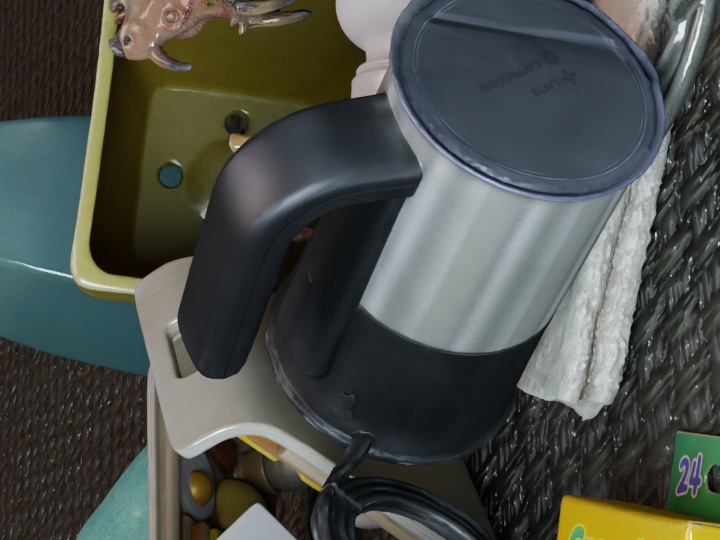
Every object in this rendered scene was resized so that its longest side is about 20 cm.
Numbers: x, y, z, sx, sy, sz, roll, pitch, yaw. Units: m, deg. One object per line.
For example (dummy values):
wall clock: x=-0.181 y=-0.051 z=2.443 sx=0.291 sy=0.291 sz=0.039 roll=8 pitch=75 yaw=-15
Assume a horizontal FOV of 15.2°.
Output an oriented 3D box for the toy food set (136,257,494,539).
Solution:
toy food set: x=-0.017 y=0.090 z=1.244 sx=0.060 sy=0.200 sz=0.144 roll=-46 pitch=29 yaw=15

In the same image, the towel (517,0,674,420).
towel: x=0.100 y=-0.040 z=1.208 sx=0.132 sy=0.034 sz=0.201 roll=-153 pitch=74 yaw=-70

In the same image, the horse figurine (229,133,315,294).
horse figurine: x=0.000 y=0.000 z=1.305 sx=0.200 sy=0.132 sz=0.050 roll=92 pitch=-171 yaw=-54

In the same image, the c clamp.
c clamp: x=0.109 y=-0.144 z=1.137 sx=0.171 sy=0.027 sz=0.201 roll=-49 pitch=43 yaw=43

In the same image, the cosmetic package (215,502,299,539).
cosmetic package: x=-0.049 y=0.207 z=1.288 sx=0.085 sy=0.108 sz=0.200 roll=42 pitch=162 yaw=20

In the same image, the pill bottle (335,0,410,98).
pill bottle: x=0.046 y=-0.165 z=1.304 sx=0.112 sy=0.112 sz=0.201 roll=161 pitch=117 yaw=-70

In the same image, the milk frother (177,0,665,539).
milk frother: x=0.043 y=0.024 z=1.086 sx=0.200 sy=0.180 sz=0.188 roll=48 pitch=143 yaw=19

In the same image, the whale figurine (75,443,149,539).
whale figurine: x=-0.123 y=0.151 z=1.697 sx=0.159 sy=0.103 sz=0.201 roll=-135 pitch=56 yaw=-69

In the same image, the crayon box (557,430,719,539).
crayon box: x=0.113 y=0.161 z=1.035 sx=0.126 sy=0.051 sz=0.201 roll=179 pitch=100 yaw=-72

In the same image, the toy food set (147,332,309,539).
toy food set: x=-0.058 y=0.143 z=1.491 sx=0.144 sy=0.060 sz=0.201 roll=49 pitch=-149 yaw=-52

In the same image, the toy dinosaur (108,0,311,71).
toy dinosaur: x=-0.048 y=-0.188 z=1.322 sx=0.200 sy=0.085 sz=0.136 roll=-39 pitch=53 yaw=50

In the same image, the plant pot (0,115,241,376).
plant pot: x=-0.198 y=-0.022 z=1.862 sx=0.141 sy=0.199 sz=0.142 roll=131 pitch=144 yaw=-59

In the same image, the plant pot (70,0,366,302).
plant pot: x=-0.060 y=-0.061 z=1.483 sx=0.200 sy=0.193 sz=0.197 roll=138 pitch=138 yaw=-77
